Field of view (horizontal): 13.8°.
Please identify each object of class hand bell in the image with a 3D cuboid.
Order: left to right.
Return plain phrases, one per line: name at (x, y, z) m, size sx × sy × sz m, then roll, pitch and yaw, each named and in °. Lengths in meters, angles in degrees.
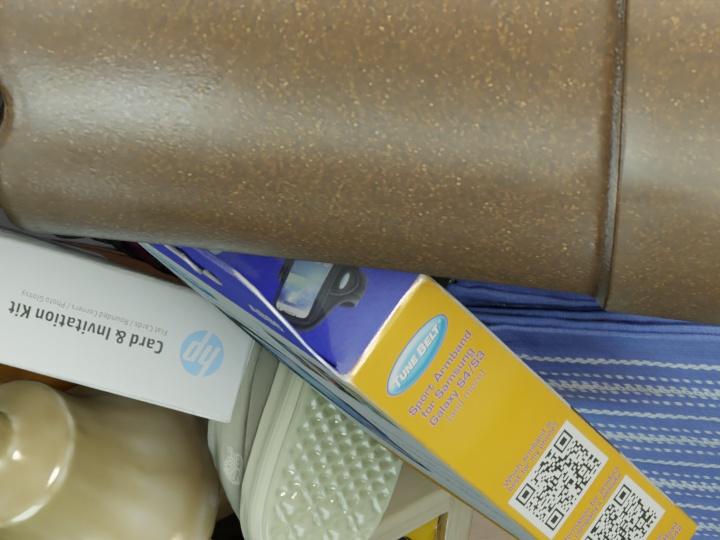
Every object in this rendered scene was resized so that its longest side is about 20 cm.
hand bell at (-0.143, 0.052, 1.030) m, size 0.104 × 0.104 × 0.200 m, roll -14°, pitch 151°, yaw 24°

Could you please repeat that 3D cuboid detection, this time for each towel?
towel at (0.126, 0.048, 0.935) m, size 0.144 × 0.024 × 0.200 m, roll 3°, pitch 157°, yaw 33°

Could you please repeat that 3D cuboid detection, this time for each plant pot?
plant pot at (0.012, -0.082, 0.731) m, size 0.197 × 0.201 × 0.200 m, roll 2°, pitch 162°, yaw 3°

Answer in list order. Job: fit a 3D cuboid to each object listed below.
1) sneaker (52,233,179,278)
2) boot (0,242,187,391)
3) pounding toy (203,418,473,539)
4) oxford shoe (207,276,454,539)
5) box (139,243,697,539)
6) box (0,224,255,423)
sneaker at (-0.064, -0.046, 0.927) m, size 0.088 × 0.082 × 0.200 m, roll 21°, pitch 175°, yaw 14°
boot at (-0.163, 0.027, 1.116) m, size 0.200 × 0.071 × 0.144 m, roll 1°, pitch -177°, yaw 3°
pounding toy at (-0.054, 0.167, 1.185) m, size 0.200 × 0.142 × 0.185 m, roll -27°, pitch 141°, yaw -31°
oxford shoe at (0.000, 0.000, 0.973) m, size 0.075 × 0.201 × 0.058 m, roll 14°, pitch -168°, yaw -36°
box at (0.007, 0.023, 0.856) m, size 0.119 × 0.042 × 0.200 m, roll 33°, pitch 172°, yaw 41°
box at (-0.135, 0.000, 0.972) m, size 0.155 × 0.041 × 0.200 m, roll 16°, pitch 178°, yaw -21°
